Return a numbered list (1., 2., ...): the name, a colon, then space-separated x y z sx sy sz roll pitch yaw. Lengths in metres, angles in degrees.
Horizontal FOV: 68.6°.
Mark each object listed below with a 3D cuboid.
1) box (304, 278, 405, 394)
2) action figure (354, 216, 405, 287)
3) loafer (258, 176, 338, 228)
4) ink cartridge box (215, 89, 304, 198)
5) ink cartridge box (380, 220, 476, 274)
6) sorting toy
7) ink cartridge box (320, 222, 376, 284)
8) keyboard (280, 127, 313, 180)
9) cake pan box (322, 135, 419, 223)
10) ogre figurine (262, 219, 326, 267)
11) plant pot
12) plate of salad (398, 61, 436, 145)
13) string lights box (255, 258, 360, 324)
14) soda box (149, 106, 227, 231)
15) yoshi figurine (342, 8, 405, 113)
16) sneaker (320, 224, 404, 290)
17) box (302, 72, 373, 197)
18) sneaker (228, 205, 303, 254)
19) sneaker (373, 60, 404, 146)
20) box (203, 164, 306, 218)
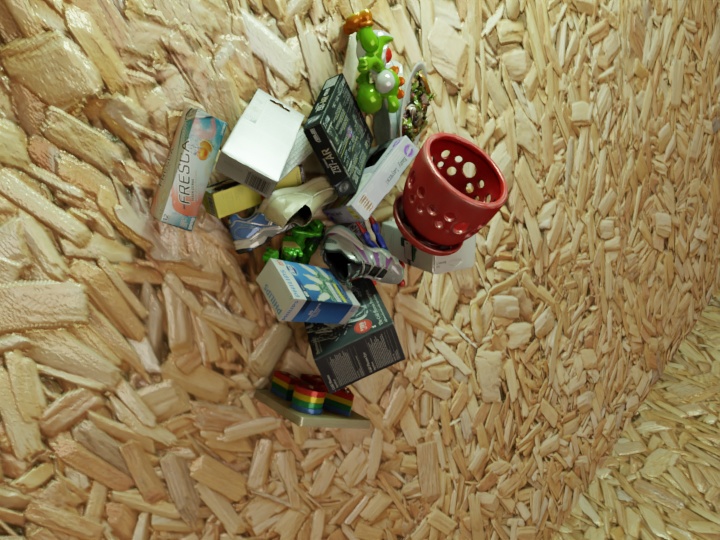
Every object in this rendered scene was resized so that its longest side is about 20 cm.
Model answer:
1. box: -0.022 0.133 1.149 0.178 0.201 0.106 -25 122 -2
2. action figure: 0.036 -0.045 1.208 0.065 0.098 0.203 -39 103 -20
3. loafer: -0.109 -0.127 1.031 0.197 0.076 0.069 -26 78 -43
4. ink cartridge box: -0.179 -0.238 0.972 0.107 0.050 0.204 27 47 -15
5. ink cartridge box: 0.161 -0.064 1.268 0.143 0.198 0.087 -10 110 -35
6. sorting toy: -0.101 0.281 1.172 0.196 0.196 0.072 17 86 -40
7. ink cartridge box: -0.013 -0.014 1.242 0.108 0.050 0.204 -37 123 -25
8. keyboard: -0.134 -0.233 1.041 0.201 0.056 0.011 -51 173 -36
9. cake pan box: 0.020 -0.190 1.125 0.052 0.183 0.202 42 78 -21
10. ogre figurine: -0.142 -0.023 1.094 0.095 0.202 0.122 18 125 -2
11. plant pot: 0.175 -0.144 1.084 0.196 0.204 0.184 -10 147 -35
12. plate of salad: 0.131 -0.364 1.201 0.199 0.047 0.207 15 89 -72
13. string lights box: -0.098 0.045 1.023 0.059 0.104 0.197 -48 150 21
14. soda box: -0.307 -0.180 0.938 0.062 0.068 0.206 16 94 -43
15. yoshi figurine: 0.013 -0.414 1.089 0.112 0.110 0.205 -39 112 -40
16. sneaker: 0.000 0.000 1.098 0.195 0.141 0.079 27 123 -8
17. box: -0.038 -0.277 1.072 0.162 0.042 0.204 58 32 -36
18. sneaker: -0.178 -0.110 1.062 0.198 0.075 0.079 -36 108 -38
19. sneaker: 0.074 -0.366 1.186 0.069 0.072 0.207 -12 111 -32
20. box: -0.204 -0.160 1.027 0.196 0.074 0.052 -25 119 -32
